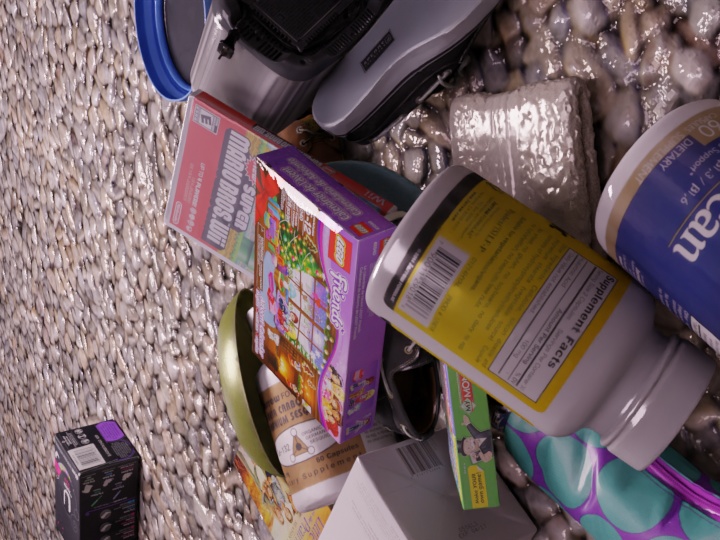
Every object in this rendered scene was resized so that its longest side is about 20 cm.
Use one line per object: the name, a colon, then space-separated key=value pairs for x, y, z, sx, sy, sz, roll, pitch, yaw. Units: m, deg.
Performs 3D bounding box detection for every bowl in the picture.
bowl: x=-0.212 y=-0.303 z=1.130 sx=0.200 sy=0.039 sz=0.203 roll=20 pitch=115 yaw=52

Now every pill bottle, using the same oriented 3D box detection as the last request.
pill bottle: x=0.230 y=0.005 z=0.508 sx=0.200 sy=0.110 sz=0.112 roll=49 pitch=136 yaw=36
pill bottle: x=0.111 y=0.032 z=0.593 sx=0.199 sy=0.111 sz=0.112 roll=35 pitch=132 yaw=11
pill bottle: x=-0.040 y=0.122 z=0.930 sx=0.114 sy=0.113 sz=0.202 roll=-38 pitch=68 yaw=52

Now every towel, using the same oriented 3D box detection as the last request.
towel: x=0.128 y=-0.038 z=0.716 sx=0.132 sy=0.034 sz=0.202 roll=2 pitch=101 yaw=53

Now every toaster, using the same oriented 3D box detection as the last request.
toaster: x=-0.068 y=-0.199 z=0.825 sx=0.113 sy=0.200 sz=0.129 roll=39 pitch=146 yaw=-2

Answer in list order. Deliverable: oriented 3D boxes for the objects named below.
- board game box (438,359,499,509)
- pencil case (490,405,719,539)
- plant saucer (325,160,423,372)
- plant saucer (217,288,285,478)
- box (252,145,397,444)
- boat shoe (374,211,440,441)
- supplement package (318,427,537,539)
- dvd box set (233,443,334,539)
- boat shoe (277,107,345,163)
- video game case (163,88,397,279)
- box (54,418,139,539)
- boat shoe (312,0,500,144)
board game box: x=0.075 y=0.065 z=0.732 sx=0.135 sy=0.029 sz=0.202 roll=-24 pitch=-73 yaw=-87
pencil case: x=0.183 y=0.144 z=0.639 sx=0.200 sy=0.085 sz=0.093 roll=40 pitch=144 yaw=42
plant saucer: x=0.000 y=0.000 z=0.854 sx=0.199 sy=0.039 sz=0.203 roll=5 pitch=105 yaw=19
plant saucer: x=-0.109 y=0.120 z=0.995 sx=0.200 sy=0.031 sz=0.202 roll=-15 pitch=-90 yaw=-83
box: x=-0.036 y=0.020 z=0.762 sx=0.137 sy=0.039 sz=0.202 roll=39 pitch=137 yaw=38
boat shoe: x=0.038 y=0.048 z=0.772 sx=0.067 sy=0.071 sz=0.202 roll=31 pitch=132 yaw=43
supplement package: x=0.042 y=0.255 z=0.842 sx=0.120 sy=0.120 sz=0.201 roll=53 pitch=137 yaw=33
dvd box set: x=-0.080 y=0.253 z=1.098 sx=0.201 sy=0.029 sz=0.147 roll=54 pitch=139 yaw=32
boat shoe: x=-0.057 y=-0.120 z=0.925 sx=0.200 sy=0.071 sz=0.068 roll=52 pitch=139 yaw=33
video game case: x=-0.075 y=-0.047 z=0.816 sx=0.199 sy=0.017 sz=0.144 roll=31 pitch=130 yaw=11
box: x=-0.442 y=0.371 z=1.591 sx=0.122 sy=0.105 sz=0.202 roll=37 pitch=128 yaw=45
boat shoe: x=0.051 y=-0.171 z=0.759 sx=0.199 sy=0.068 sz=0.074 roll=-44 pitch=49 yaw=24
